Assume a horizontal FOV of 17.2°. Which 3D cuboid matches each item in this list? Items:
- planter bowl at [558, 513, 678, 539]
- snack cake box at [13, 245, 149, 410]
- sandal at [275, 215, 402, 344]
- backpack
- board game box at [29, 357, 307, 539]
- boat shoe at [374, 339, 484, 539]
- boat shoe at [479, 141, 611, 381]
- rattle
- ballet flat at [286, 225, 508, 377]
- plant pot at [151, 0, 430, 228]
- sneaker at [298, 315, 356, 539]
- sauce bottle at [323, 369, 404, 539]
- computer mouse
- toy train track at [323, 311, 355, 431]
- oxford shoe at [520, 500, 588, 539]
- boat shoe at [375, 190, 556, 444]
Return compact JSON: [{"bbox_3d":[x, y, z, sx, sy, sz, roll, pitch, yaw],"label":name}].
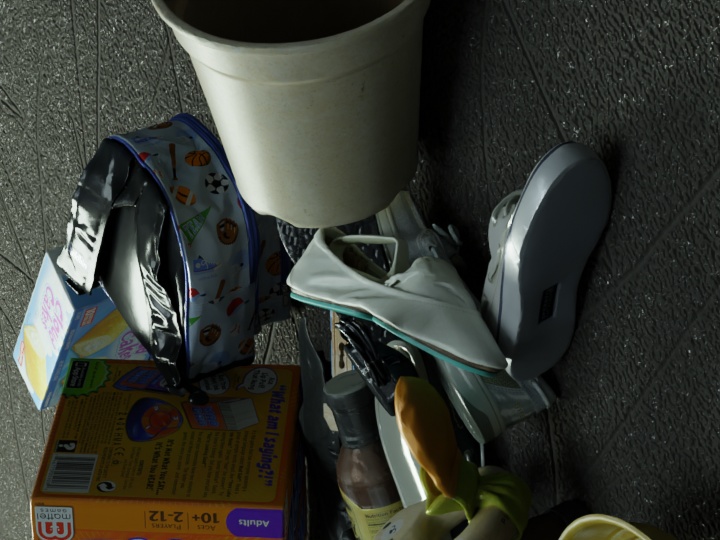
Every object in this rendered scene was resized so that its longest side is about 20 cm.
[{"bbox_3d":[0.205,0.235,1.484,0.200,0.083,0.202,41,140,47],"label":"planter bowl"},{"bbox_3d":[-0.246,0.042,2.218,0.068,0.114,0.200,61,152,21],"label":"snack cake box"},{"bbox_3d":[0.000,0.000,1.759,0.201,0.075,0.045,62,-163,-8],"label":"sandal"},{"bbox_3d":[-0.142,-0.026,1.937,0.200,0.153,0.191,42,149,37],"label":"backpack"},{"bbox_3d":[-0.150,0.211,1.949,0.200,0.198,0.201,-84,-6,-59],"label":"board game box"},{"bbox_3d":[0.063,0.141,1.733,0.075,0.061,0.202,1,107,61],"label":"boat shoe"},{"bbox_3d":[0.110,-0.017,1.547,0.070,0.071,0.201,51,153,33],"label":"boat shoe"},{"bbox_3d":[0.012,0.167,1.645,0.142,0.131,0.199,34,153,-24],"label":"rattle"},{"bbox_3d":[0.026,0.013,1.607,0.199,0.069,0.070,22,125,45],"label":"ballet flat"},{"bbox_3d":[-0.034,-0.138,1.642,0.200,0.199,0.184,46,153,43],"label":"plant pot"},{"bbox_3d":[-0.007,0.139,1.867,0.104,0.060,0.201,116,137,-59],"label":"sneaker"},{"bbox_3d":[0.019,0.170,1.801,0.065,0.064,0.201,20,131,58],"label":"sauce bottle"},{"bbox_3d":[0.014,0.059,1.608,0.059,0.034,0.200,54,177,13],"label":"computer mouse"},{"bbox_3d":[-0.021,0.022,1.808,0.114,0.032,0.202,2,94,49],"label":"toy train track"},{"bbox_3d":[0.127,0.265,1.658,0.073,0.084,0.202,15,120,58],"label":"oxford shoe"},{"bbox_3d":[0.067,0.024,1.668,0.075,0.064,0.203,72,173,-59],"label":"boat shoe"}]
